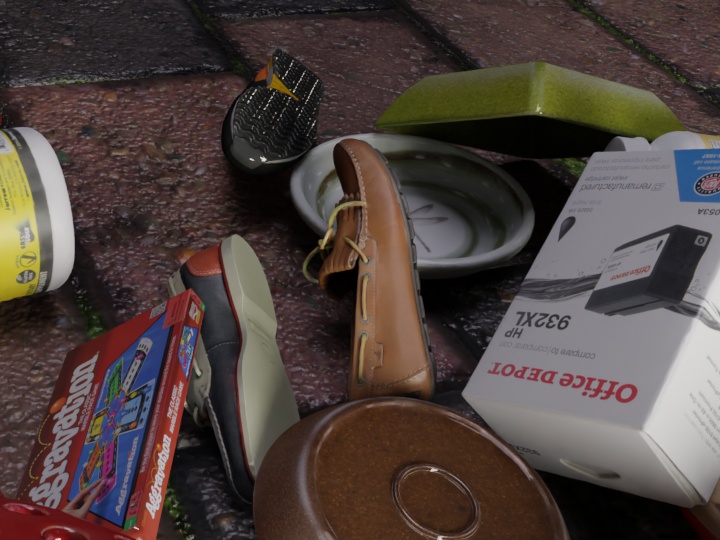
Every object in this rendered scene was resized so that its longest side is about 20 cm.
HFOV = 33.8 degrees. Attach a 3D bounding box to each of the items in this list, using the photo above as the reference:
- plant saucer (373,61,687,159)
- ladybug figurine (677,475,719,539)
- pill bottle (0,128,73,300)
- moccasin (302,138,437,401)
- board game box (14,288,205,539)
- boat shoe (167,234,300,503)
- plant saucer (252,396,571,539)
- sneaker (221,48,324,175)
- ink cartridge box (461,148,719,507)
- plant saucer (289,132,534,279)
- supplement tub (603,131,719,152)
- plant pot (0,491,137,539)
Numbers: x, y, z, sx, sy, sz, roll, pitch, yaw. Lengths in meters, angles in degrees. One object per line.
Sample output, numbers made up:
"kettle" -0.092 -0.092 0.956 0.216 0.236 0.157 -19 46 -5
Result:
"plant saucer" 0.146 -0.132 0.991 0.198 0.049 0.199 6 -1 -37
"ladybug figurine" 0.259 0.147 0.712 0.135 0.073 0.200 -13 40 -31
"pill bottle" -0.298 -0.024 0.773 0.198 0.113 0.112 -13 40 -30
"moccasin" 0.000 0.001 0.822 0.077 0.074 0.204 -6 71 -6
"board game box" -0.147 0.095 0.680 0.102 0.020 0.201 -27 30 18
"boat shoe" -0.085 0.065 0.755 0.062 0.071 0.201 -26 49 12
"plant saucer" 0.038 0.139 0.670 0.198 0.035 0.201 16 35 -11
"sneaker" -0.085 -0.112 1.000 0.070 0.090 0.201 36 28 -11
"ink cartridge box" 0.175 0.027 0.732 0.144 0.084 0.201 5 57 50
"plant saucer" 0.039 -0.043 0.956 0.197 0.051 0.201 6 34 -4
"supplement tub" 0.283 -0.027 0.909 0.197 0.147 0.146 8 33 -3
"plant pot" -0.158 0.182 0.453 0.181 0.203 0.200 19 34 29
